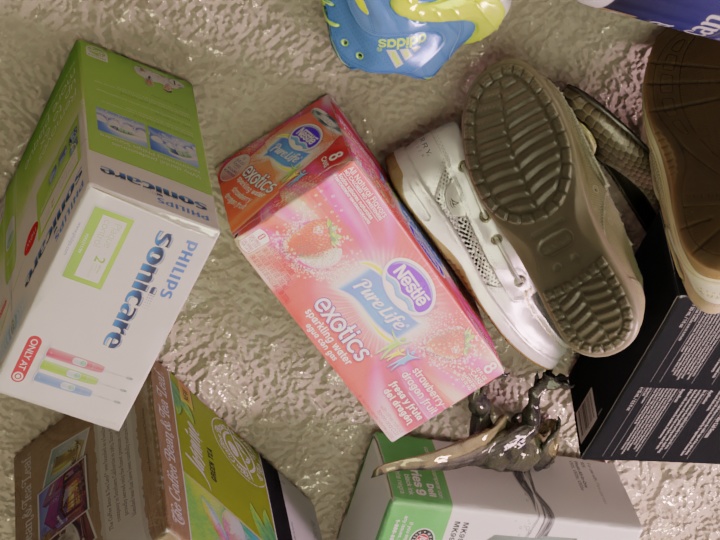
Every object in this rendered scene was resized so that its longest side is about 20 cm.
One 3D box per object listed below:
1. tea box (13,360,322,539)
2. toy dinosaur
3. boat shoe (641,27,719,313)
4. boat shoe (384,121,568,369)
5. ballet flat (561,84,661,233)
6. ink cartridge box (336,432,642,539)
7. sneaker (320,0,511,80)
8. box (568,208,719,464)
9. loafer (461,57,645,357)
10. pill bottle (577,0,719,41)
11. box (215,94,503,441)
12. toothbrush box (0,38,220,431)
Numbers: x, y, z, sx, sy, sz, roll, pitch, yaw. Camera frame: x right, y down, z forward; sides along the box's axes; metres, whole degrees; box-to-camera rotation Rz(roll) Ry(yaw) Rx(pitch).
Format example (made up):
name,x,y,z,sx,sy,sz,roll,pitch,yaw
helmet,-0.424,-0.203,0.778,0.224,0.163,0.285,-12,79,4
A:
name,x,y,z,sx,sy,sz,roll,pitch,yaw
tea box,-0.124,0.203,1.274,0.133,0.200,0.197,-38,121,12
toy dinosaur,0.096,0.106,1.304,0.199,0.047,0.089,2,117,-47
boat shoe,0.217,-0.068,1.204,0.072,0.201,0.065,-2,148,-1
boat shoe,0.097,-0.016,1.266,0.069,0.071,0.200,-34,120,9
ballet flat,0.189,-0.051,1.270,0.046,0.067,0.200,-43,126,4
ink cartridge box,0.090,0.211,1.392,0.199,0.084,0.147,8,119,-17
sneaker,-0.005,-0.178,1.146,0.199,0.076,0.105,28,112,-26
box,0.242,0.051,1.294,0.140,0.079,0.200,6,142,-12
loafer,0.126,-0.040,1.213,0.075,0.068,0.201,-22,87,21
pill bottle,0.186,-0.207,1.147,0.199,0.111,0.112,12,117,-18
box,0.000,0.000,1.237,0.094,0.103,0.200,-32,121,8
toothbrush box,-0.159,-0.026,1.131,0.086,0.200,0.146,20,116,-22
